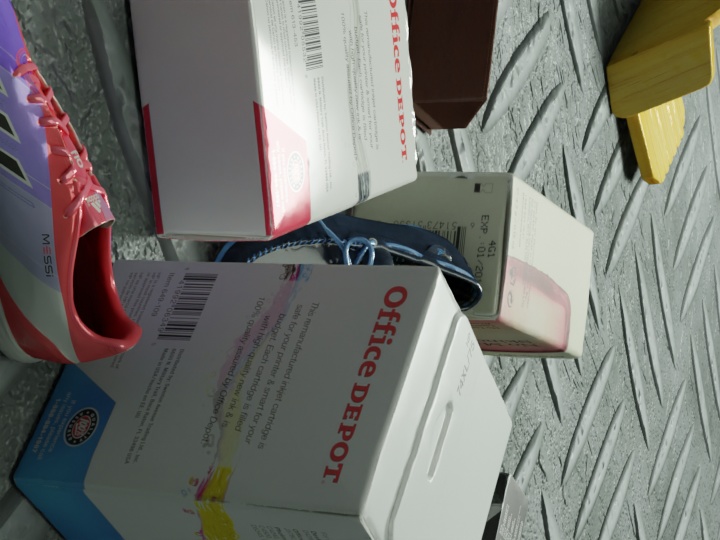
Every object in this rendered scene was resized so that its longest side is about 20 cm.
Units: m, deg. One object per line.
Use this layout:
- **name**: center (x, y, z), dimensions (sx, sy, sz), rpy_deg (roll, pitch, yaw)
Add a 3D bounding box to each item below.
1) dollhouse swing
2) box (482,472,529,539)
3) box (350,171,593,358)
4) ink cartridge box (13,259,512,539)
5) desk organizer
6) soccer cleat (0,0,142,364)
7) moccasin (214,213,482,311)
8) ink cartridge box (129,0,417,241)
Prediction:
- **dollhouse swing**: center (0.389, -0.226, 1.731), dimensions (0.176, 0.181, 0.200), rpy_deg (57, 37, -18)
- **box**: center (0.011, 0.224, 0.967), dimensions (0.050, 0.157, 0.201), rpy_deg (55, 45, -51)
- **box**: center (0.087, 0.000, 1.146), dimensions (0.200, 0.127, 0.109), rpy_deg (24, 70, -62)
- **ink cartridge box**: center (-0.044, 0.094, 0.797), dimensions (0.146, 0.199, 0.147), rpy_deg (62, 39, -45)
- **desk organizer**: center (0.086, -0.215, 1.192), dimensions (0.072, 0.077, 0.201), rpy_deg (30, 65, -61)
- **soccer cleat**: center (-0.153, -0.049, 0.709), dimensions (0.068, 0.073, 0.201), rpy_deg (-42, 128, -56)
- **moccasin**: center (0.000, 0.000, 0.960), dimensions (0.200, 0.068, 0.081), rpy_deg (-8, 121, -38)
- **ink cartridge box**: center (-0.046, -0.109, 0.916), dimensions (0.200, 0.084, 0.145), rpy_deg (-27, 115, -60)
